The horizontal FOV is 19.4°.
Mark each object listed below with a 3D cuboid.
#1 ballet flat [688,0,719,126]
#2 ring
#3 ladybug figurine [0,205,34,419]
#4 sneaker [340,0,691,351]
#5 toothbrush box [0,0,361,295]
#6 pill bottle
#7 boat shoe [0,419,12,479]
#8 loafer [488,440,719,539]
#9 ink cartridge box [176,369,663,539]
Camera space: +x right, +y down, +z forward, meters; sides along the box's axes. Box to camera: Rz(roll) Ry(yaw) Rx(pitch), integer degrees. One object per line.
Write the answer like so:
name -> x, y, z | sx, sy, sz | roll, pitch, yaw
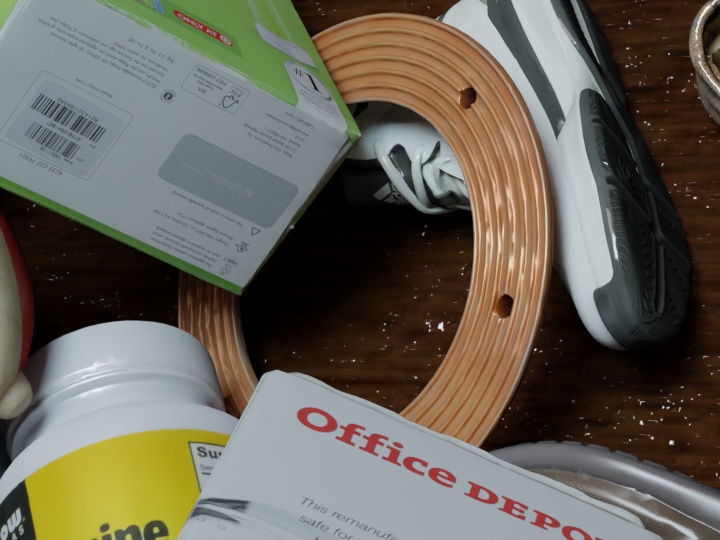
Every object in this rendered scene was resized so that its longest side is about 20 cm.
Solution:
ballet flat -> 0.185, -0.038, 0.764 | 0.068, 0.067, 0.200 | -43, 52, -4
ring -> 0.000, 0.000, 0.812 | 0.200, 0.019, 0.201 | -11, 74, 43
ladybug figurine -> -0.195, -0.014, 0.790 | 0.200, 0.072, 0.136 | 42, 118, 10
sneaker -> 0.055, -0.029, 0.830 | 0.115, 0.076, 0.201 | -29, 44, 18
toothbrush box -> -0.102, -0.101, 0.825 | 0.086, 0.145, 0.200 | -51, 35, 20
pill bottle -> -0.074, 0.122, 0.761 | 0.112, 0.112, 0.200 | -26, 53, 9
boat shoe -> -0.173, 0.052, 0.875 | 0.075, 0.069, 0.200 | -16, 33, 6
loafer -> 0.110, 0.111, 0.704 | 0.199, 0.073, 0.071 | 11, 65, 30
ink cartridge box -> 0.001, 0.134, 0.611 | 0.146, 0.084, 0.200 | 24, 31, 2
